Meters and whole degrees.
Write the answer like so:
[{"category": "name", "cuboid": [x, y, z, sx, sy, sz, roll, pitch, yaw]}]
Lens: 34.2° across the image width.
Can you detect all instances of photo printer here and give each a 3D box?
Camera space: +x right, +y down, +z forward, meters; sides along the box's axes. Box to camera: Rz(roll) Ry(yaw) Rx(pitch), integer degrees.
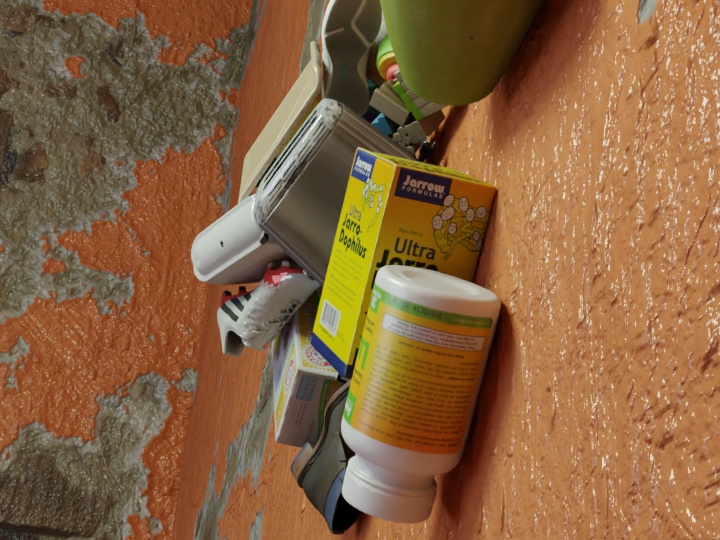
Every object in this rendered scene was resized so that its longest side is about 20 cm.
[{"category": "photo printer", "cuboid": [-0.102, -0.038, 1.408, 0.199, 0.164, 0.071, -29, 72, 54]}]

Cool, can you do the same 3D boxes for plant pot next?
[{"category": "plant pot", "cuboid": [0.091, -0.257, 1.050, 0.189, 0.184, 0.202, -92, 4, -46]}]

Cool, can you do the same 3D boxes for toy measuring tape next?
[{"category": "toy measuring tape", "cuboid": [0.063, -0.266, 1.354, 0.200, 0.072, 0.075, 126, 153, -62]}]

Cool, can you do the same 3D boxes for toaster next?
[{"category": "toaster", "cuboid": [-0.025, -0.091, 1.248, 0.201, 0.129, 0.114, -51, 14, 13]}]

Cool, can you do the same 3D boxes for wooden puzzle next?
[{"category": "wooden puzzle", "cuboid": [-0.094, -0.177, 1.456, 0.201, 0.037, 0.185, -58, 13, 16]}]

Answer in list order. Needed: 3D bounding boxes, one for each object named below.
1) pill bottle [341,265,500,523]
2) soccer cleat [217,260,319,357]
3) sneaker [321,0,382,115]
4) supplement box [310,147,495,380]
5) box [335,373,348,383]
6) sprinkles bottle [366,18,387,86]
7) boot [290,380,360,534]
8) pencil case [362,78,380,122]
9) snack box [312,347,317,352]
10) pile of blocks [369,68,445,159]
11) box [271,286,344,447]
[{"category": "pill bottle", "cuboid": [0.045, 0.107, 1.009, 0.111, 0.109, 0.203, -132, 55, -74]}, {"category": "soccer cleat", "cuboid": [-0.109, 0.049, 1.391, 0.199, 0.068, 0.087, -24, 60, 49]}, {"category": "sneaker", "cuboid": [-0.019, -0.278, 1.414, 0.202, 0.069, 0.081, 100, 163, -47]}, {"category": "supplement box", "cuboid": [0.038, -0.001, 1.114, 0.109, 0.107, 0.203, -146, 67, -65]}, {"category": "box", "cuboid": [0.026, 0.023, 1.282, 0.111, 0.034, 0.202, -72, 2, -51]}, {"category": "sprinkles bottle", "cuboid": [0.059, -0.319, 1.422, 0.069, 0.067, 0.202, -93, 19, -48]}, {"category": "boot", "cuboid": [-0.002, 0.198, 1.293, 0.201, 0.074, 0.097, -59, 46, 32]}, {"category": "pencil case", "cuboid": [-0.008, -0.184, 1.559, 0.092, 0.084, 0.203, -21, -49, -62]}, {"category": "snack box", "cuboid": [0.000, 0.000, 1.320, 0.072, 0.024, 0.201, 108, -172, -55]}, {"category": "pile of blocks", "cuboid": [0.053, -0.171, 1.295, 0.062, 0.082, 0.201, -50, -7, -42]}, {"category": "box", "cuboid": [-0.046, 0.114, 1.425, 0.201, 0.100, 0.114, -99, 24, -58]}]
